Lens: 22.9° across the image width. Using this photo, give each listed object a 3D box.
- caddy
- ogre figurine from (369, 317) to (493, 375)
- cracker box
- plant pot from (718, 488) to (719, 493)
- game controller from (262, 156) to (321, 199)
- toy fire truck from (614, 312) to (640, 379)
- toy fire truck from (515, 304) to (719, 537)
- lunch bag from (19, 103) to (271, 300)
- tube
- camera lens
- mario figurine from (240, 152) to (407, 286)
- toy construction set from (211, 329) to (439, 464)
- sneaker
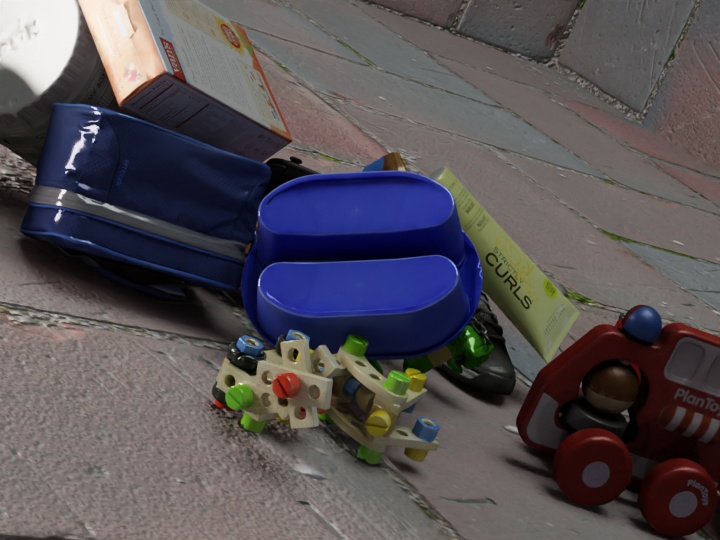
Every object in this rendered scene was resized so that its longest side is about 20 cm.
[{"bbox_3d":[0.000,0.000,1.447,0.199,0.142,0.105,-2,-27,2],"label":"caddy"},{"bbox_3d":[0.007,0.043,1.546,0.199,0.098,0.120,-18,47,-19],"label":"ogre figurine"},{"bbox_3d":[-0.153,-0.179,1.550,0.200,0.058,0.134,26,36,-57],"label":"cracker box"},{"bbox_3d":[0.396,0.187,1.543,0.187,0.188,0.200,22,29,-9],"label":"plant pot"},{"bbox_3d":[-0.059,-0.075,1.795,0.104,0.042,0.200,14,-8,-11],"label":"game controller"},{"bbox_3d":[0.337,0.114,1.900,0.141,0.049,0.200,25,14,-3],"label":"toy fire truck"},{"bbox_3d":[0.242,0.116,1.508,0.199,0.168,0.112,21,15,-15],"label":"toy fire truck"},{"bbox_3d":[-0.177,-0.050,1.492,0.199,0.133,0.136,18,-3,-28],"label":"lunch bag"},{"bbox_3d":[0.126,-0.009,1.652,0.200,0.058,0.052,48,0,-10],"label":"tube"},{"bbox_3d":[-0.260,-0.166,1.614,0.160,0.160,0.200,34,-2,32],"label":"camera lens"},{"bbox_3d":[-0.040,-0.024,1.578,0.106,0.199,0.124,-96,164,-76],"label":"mario figurine"},{"bbox_3d":[-0.031,0.094,1.329,0.131,0.092,0.200,33,6,28],"label":"toy construction set"},{"bbox_3d":[0.104,0.029,1.690,0.075,0.116,0.200,16,17,-31],"label":"sneaker"}]
